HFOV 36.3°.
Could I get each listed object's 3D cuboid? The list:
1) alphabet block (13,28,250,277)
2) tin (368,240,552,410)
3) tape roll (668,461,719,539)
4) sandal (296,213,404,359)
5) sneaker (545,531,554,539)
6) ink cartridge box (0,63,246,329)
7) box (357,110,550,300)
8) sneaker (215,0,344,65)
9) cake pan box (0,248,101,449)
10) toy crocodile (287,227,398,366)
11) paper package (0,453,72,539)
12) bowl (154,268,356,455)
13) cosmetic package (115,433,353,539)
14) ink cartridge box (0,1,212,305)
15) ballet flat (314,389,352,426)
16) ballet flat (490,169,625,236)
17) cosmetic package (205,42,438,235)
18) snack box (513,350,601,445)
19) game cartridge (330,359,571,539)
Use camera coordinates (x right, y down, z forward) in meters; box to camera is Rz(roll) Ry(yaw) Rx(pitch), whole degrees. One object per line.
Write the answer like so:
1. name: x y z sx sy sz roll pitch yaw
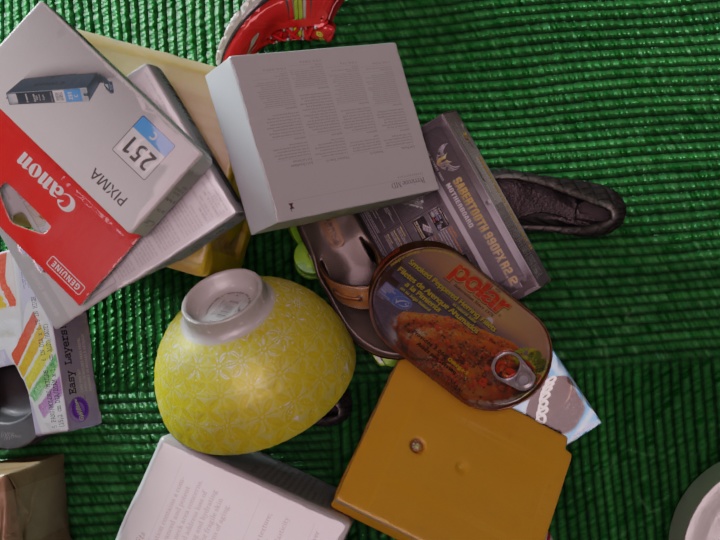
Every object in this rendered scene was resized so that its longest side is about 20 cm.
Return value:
1. alphabet block: -0.207 -0.108 1.106 0.199 0.195 0.197 16 90 4
2. tin: 0.096 0.052 1.060 0.200 0.042 0.112 39 104 -15
3. tape roll: 0.416 0.284 1.103 0.201 0.071 0.203 0 87 4
4. sandal: 0.000 0.000 1.089 0.081 0.055 0.201 -27 87 -9
5. sneaker: 0.115 0.320 1.120 0.200 0.078 0.116 -39 84 2
6. ink cartridge box: -0.226 -0.065 0.993 0.200 0.047 0.160 -32 86 7
7. box: 0.076 -0.038 1.122 0.158 0.048 0.201 -31 88 25
8. sneaker: -0.066 -0.270 1.164 0.200 0.077 0.085 -39 90 2
9. cake pan box: -0.358 0.081 1.137 0.184 0.052 0.201 -10 88 36
10. toy crocodile: -0.018 0.015 1.148 0.062 0.068 0.200 -34 86 -5
11. paper package: -0.412 0.254 1.102 0.199 0.191 0.104 -6 87 2
12. bowl: -0.113 0.064 1.033 0.199 0.200 0.108 -18 126 3
13. cosmetic package: -0.125 0.272 1.093 0.199 0.166 0.168 24 89 4
14. ink cartridge box: -0.259 -0.100 0.952 0.200 0.045 0.176 43 92 6
15. ballet flat: -0.104 0.116 1.154 0.199 0.057 0.067 13 87 5
16. ballet flat: 0.171 -0.071 1.131 0.199 0.057 0.067 3 92 16
17. cosmetic package: -0.031 -0.126 1.018 0.199 0.052 0.151 -14 84 -40
18. snack box: 0.134 0.163 1.145 0.200 0.037 0.116 -34 85 2
19. game cartridge: 0.094 0.197 1.068 0.199 0.032 0.177 28 56 1
